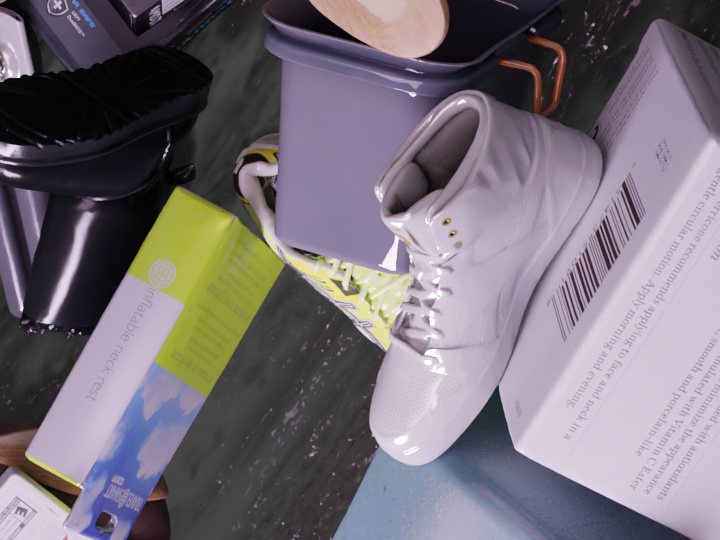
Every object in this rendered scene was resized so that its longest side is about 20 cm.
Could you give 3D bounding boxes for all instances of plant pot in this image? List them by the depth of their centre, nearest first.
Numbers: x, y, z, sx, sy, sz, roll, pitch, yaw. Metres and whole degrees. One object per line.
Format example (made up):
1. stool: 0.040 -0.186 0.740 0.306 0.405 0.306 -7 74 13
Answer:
1. plant pot: 0.095 0.175 1.641 0.200 0.196 0.196 41 123 26

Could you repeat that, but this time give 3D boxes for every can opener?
1. can opener: -0.201 -0.069 1.794 0.053 0.066 0.200 1 107 34

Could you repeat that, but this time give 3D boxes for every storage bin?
1. storage bin: 0.034 -0.086 1.638 0.145 0.200 0.135 16 114 18

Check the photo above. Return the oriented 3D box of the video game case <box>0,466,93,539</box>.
1. video game case: -0.180 0.229 1.782 0.200 0.018 0.143 40 93 -20

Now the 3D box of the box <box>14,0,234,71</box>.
1. box: -0.153 -0.223 1.756 0.159 0.046 0.200 -39 84 21

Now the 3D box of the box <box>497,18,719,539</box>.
1. box: 0.174 0.003 1.569 0.131 0.200 0.199 27 108 -13

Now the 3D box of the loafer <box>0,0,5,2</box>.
1. loafer: -0.261 -0.187 1.746 0.200 0.067 0.076 6 125 56

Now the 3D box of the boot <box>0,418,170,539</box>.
1. boot: -0.212 0.175 1.799 0.200 0.072 0.167 -7 98 -5

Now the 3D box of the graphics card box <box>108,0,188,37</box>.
1. graphics card box: -0.085 -0.241 1.680 0.200 0.051 0.126 -36 84 -7

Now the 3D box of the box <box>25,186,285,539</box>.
1. box: -0.122 0.059 1.716 0.048 0.122 0.200 28 85 16

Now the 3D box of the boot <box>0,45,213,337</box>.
1. boot: -0.165 -0.035 1.703 0.073 0.198 0.163 32 121 25

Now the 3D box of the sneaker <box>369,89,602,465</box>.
1. sneaker: 0.035 0.000 1.545 0.074 0.116 0.200 31 96 43

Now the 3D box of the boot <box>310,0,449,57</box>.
1. boot: 0.006 -0.197 1.577 0.201 0.144 0.071 46 120 17

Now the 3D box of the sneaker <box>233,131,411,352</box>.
1. sneaker: 0.000 0.000 1.717 0.200 0.076 0.075 38 107 10
